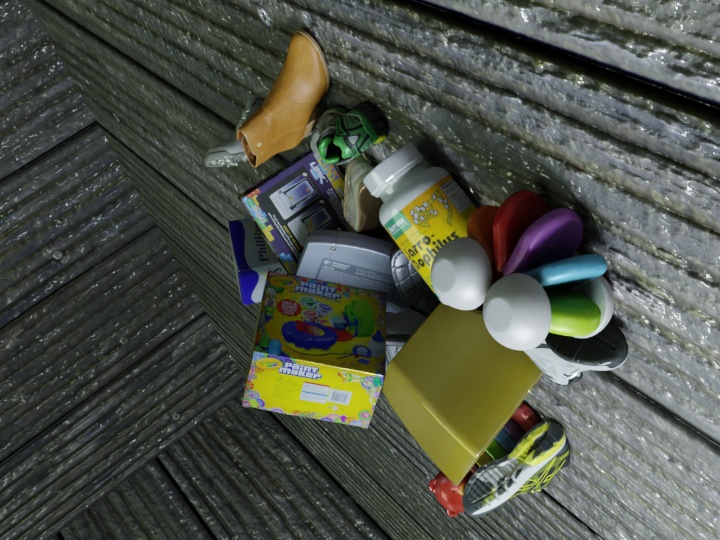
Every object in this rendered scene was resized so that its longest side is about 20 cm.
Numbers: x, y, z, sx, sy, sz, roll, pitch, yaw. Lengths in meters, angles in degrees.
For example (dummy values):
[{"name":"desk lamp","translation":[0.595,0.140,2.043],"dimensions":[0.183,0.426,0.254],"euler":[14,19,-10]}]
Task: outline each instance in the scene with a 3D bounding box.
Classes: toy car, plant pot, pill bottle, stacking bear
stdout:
[{"name":"toy car","translation":[0.194,-0.009,1.040],"dimensions":[0.200,0.175,0.150],"euler":[38,121,41]},{"name":"plant pot","translation":[0.142,0.162,1.335],"dimensions":[0.176,0.200,0.200],"euler":[38,160,13]},{"name":"pill bottle","translation":[0.096,-0.064,1.213],"dimensions":[0.200,0.113,0.113],"euler":[53,163,2]},{"name":"stacking bear","translation":[0.206,0.319,1.520],"dimensions":[0.122,0.200,0.114],"euler":[57,164,-15]}]

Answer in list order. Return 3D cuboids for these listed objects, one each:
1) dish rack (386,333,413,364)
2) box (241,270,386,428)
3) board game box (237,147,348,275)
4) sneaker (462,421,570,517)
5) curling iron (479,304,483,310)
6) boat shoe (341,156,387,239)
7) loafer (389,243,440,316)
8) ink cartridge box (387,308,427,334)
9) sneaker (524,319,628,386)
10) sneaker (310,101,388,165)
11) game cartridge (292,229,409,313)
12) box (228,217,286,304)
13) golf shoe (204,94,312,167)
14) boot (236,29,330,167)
[{"name":"dish rack","translation":[0.135,0.163,1.548],"dimensions":[0.200,0.044,0.172],"euler":[2,138,22]},{"name":"box","translation":[-0.069,0.122,1.451],"dimensions":[0.193,0.200,0.122],"euler":[-88,12,-52]},{"name":"board game box","translation":[-0.083,-0.086,1.549],"dimensions":[0.200,0.165,0.057],"euler":[58,171,-15]},{"name":"sneaker","translation":[0.252,0.327,1.443],"dimensions":[0.085,0.200,0.074],"euler":[52,-179,-33]},{"name":"curling iron","translation":[0.146,0.001,1.366],"dimensions":[0.200,0.026,0.050],"euler":[48,142,33]},{"name":"boat shoe","translation":[0.004,-0.103,1.464],"dimensions":[0.065,0.072,0.200],"euler":[55,163,27]},{"name":"loafer","translation":[0.101,0.024,1.418],"dimensions":[0.200,0.072,0.063],"euler":[48,-173,-33]},{"name":"ink cartridge box","translation":[0.030,0.105,1.686],"dimensions":[0.145,0.084,0.200],"euler":[28,167,-12]},{"name":"sneaker","translation":[0.277,0.102,1.170],"dimensions":[0.115,0.076,0.200],"euler":[44,166,-30]},{"name":"sneaker","translation":[-0.038,-0.195,1.357],"dimensions":[0.078,0.085,0.200],"euler":[56,164,-11]},{"name":"game cartridge","translation":[0.000,0.000,1.489],"dimensions":[0.200,0.041,0.133],"euler":[15,140,-11]},{"name":"box","translation":[-0.137,-0.028,1.721],"dimensions":[0.184,0.200,0.105],"euler":[100,158,-68]},{"name":"golf shoe","translation":[-0.175,-0.228,1.473],"dimensions":[0.078,0.200,0.097],"euler":[-10,106,52]},{"name":"boot","translation":[-0.120,-0.245,1.359],"dimensions":[0.071,0.144,0.201],"euler":[42,155,24]}]
